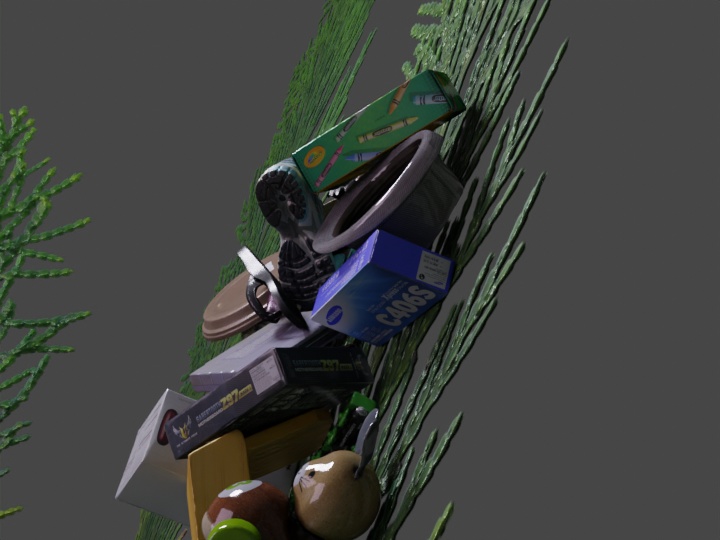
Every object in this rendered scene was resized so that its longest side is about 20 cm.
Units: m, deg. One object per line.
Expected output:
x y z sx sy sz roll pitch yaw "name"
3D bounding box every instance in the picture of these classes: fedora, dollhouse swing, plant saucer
0.044 -0.067 1.356 0.200 0.090 0.177 -37 17 40 "fedora"
-0.112 0.276 1.401 0.200 0.175 0.183 110 152 -64 "dollhouse swing"
-0.148 0.028 1.704 0.200 0.030 0.200 -32 16 10 "plant saucer"

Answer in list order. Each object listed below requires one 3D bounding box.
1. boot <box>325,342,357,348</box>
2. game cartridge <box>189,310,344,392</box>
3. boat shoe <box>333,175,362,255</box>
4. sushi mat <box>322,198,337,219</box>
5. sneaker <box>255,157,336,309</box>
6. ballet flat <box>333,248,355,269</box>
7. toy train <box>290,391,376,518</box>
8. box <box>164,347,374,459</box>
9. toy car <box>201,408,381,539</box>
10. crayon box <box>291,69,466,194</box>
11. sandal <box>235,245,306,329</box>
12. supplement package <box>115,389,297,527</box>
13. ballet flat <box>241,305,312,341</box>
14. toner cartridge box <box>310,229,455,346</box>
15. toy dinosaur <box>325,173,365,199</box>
-0.050 0.121 1.582 0.166 0.072 0.200 -24 28 48 "boot"
-0.109 0.102 1.526 0.129 0.039 0.200 -13 13 42 "game cartridge"
-0.012 -0.033 1.668 0.203 0.074 0.075 -64 -3 -13 "boat shoe"
-0.054 -0.053 1.638 0.096 0.012 0.200 -67 -9 16 "sushi mat"
-0.065 -0.048 1.493 0.086 0.077 0.201 -59 -39 -58 "sneaker"
0.000 0.000 1.526 0.200 0.068 0.068 169 121 -74 "ballet flat"
-0.037 0.219 1.365 0.200 0.042 0.056 -60 4 32 "toy train"
-0.106 0.153 1.385 0.200 0.157 0.051 -35 66 32 "box"
-0.045 0.220 1.176 0.200 0.157 0.164 -55 2 2 "toy car"
0.024 -0.169 1.459 0.199 0.058 0.119 -30 0 15 "crayon box"
-0.123 0.033 1.563 0.048 0.075 0.200 -42 32 -1 "sandal"
-0.204 0.270 1.602 0.156 0.199 0.111 -50 21 53 "supplement package"
-0.086 0.043 1.688 0.200 0.068 0.075 -42 0 -28 "ballet flat"
0.021 0.024 1.336 0.200 0.095 0.043 135 155 -61 "toner cartridge box"
0.024 -0.141 1.595 0.136 0.102 0.200 -67 20 -4 "toy dinosaur"
